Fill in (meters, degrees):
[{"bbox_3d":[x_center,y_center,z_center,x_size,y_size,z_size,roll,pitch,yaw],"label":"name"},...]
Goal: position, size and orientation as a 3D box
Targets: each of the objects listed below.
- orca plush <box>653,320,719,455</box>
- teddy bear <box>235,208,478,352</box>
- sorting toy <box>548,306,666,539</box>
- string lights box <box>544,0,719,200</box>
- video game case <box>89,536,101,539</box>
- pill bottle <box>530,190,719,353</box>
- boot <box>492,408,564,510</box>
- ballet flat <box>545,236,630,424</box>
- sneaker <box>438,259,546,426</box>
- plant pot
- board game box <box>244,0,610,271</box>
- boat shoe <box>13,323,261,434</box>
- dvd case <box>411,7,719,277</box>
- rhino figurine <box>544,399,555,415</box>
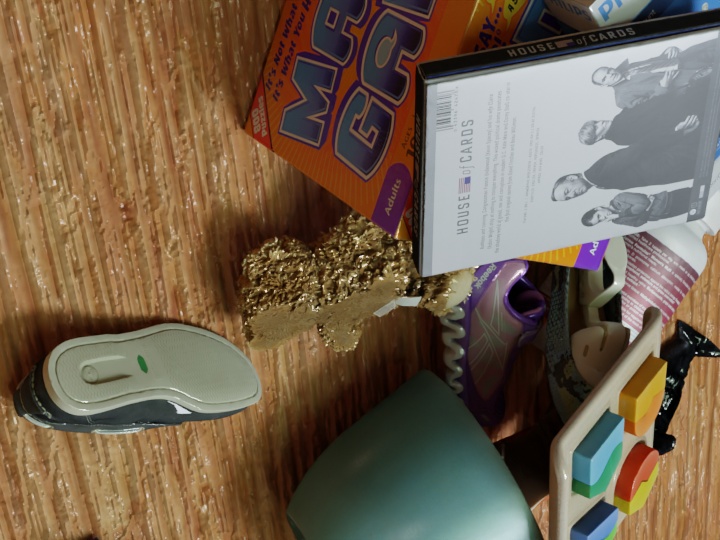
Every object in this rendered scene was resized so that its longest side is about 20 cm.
[{"bbox_3d":[0.293,0.155,1.452,0.200,0.071,0.105,-46,133,-8],"label":"orca plush"},{"bbox_3d":[0.000,0.000,1.122,0.197,0.067,0.146,-20,146,1],"label":"teddy bear"},{"bbox_3d":[0.199,0.155,1.171,0.200,0.036,0.187,-48,144,-41],"label":"sorting toy"},{"bbox_3d":[0.200,-0.146,0.950,0.103,0.059,0.200,-46,133,-4],"label":"string lights box"},{"bbox_3d":[-0.267,0.324,1.143,0.198,0.036,0.183,-25,128,-25],"label":"video game case"},{"bbox_3d":[0.233,0.000,1.295,0.109,0.109,0.201,34,92,-43],"label":"pill bottle"},{"bbox_3d":[0.165,0.171,1.322,0.199,0.076,0.107,-32,167,37],"label":"boot"},{"bbox_3d":[0.189,0.031,1.202,0.074,0.074,0.203,5,78,-38],"label":"ballet flat"},{"bbox_3d":[0.113,0.050,1.232,0.087,0.081,0.202,-2,125,11],"label":"sneaker"},{"bbox_3d":[0.035,0.209,1.210,0.160,0.201,0.202,-30,129,-11],"label":"plant pot"},{"bbox_3d":[0.074,-0.140,1.035,0.198,0.200,0.202,7,109,-39],"label":"board game box"},{"bbox_3d":[-0.159,0.084,1.087,0.198,0.073,0.067,2,150,-45],"label":"boat shoe"},{"bbox_3d":[0.128,-0.076,0.907,0.197,0.025,0.152,-11,133,-11],"label":"dvd case"},{"bbox_3d":[0.220,0.113,1.383,0.087,0.060,0.202,16,102,-44],"label":"rhino figurine"}]
